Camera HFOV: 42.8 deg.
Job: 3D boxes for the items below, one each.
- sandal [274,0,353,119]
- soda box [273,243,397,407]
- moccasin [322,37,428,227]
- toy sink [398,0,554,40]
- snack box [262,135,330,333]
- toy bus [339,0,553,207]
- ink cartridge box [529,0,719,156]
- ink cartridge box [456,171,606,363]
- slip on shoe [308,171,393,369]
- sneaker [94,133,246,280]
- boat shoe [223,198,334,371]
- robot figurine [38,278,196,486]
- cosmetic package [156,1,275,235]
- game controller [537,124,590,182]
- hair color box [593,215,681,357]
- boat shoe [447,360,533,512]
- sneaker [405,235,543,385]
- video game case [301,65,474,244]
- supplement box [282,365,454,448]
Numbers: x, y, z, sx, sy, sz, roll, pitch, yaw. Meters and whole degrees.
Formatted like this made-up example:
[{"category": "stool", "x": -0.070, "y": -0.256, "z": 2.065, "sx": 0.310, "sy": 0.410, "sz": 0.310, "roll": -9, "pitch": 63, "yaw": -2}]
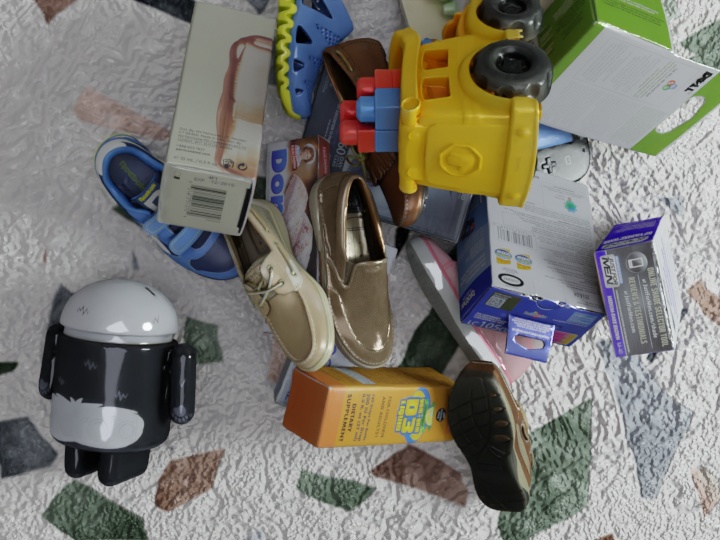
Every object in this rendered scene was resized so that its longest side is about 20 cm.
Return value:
[{"category": "sandal", "x": -0.047, "y": -0.259, "z": 0.965, "sx": 0.086, "sy": 0.079, "sz": 0.203, "roll": 6, "pitch": 94, "yaw": -7}, {"category": "soda box", "x": -0.028, "y": 0.057, "z": 0.995, "sx": 0.067, "sy": 0.063, "sz": 0.203, "roll": 21, "pitch": 90, "yaw": -8}, {"category": "moccasin", "x": 0.012, "y": -0.139, "z": 0.924, "sx": 0.077, "sy": 0.074, "sz": 0.204, "roll": -13, "pitch": 82, "yaw": -24}, {"category": "toy sink", "x": 0.141, "y": -0.325, "z": 0.953, "sx": 0.197, "sy": 0.112, "sz": 0.132, "roll": -10, "pitch": 71, "yaw": -8}, {"category": "snack box", "x": -0.067, "y": -0.036, "z": 0.965, "sx": 0.071, "sy": 0.024, "sz": 0.203, "roll": -5, "pitch": 81, "yaw": 34}, {"category": "toy bus", "x": 0.075, "y": -0.167, "z": 0.861, "sx": 0.189, "sy": 0.137, "sz": 0.202, "roll": 1, "pitch": 50, "yaw": 4}, {"category": "ink cartridge box", "x": 0.272, "y": -0.207, "z": 0.957, "sx": 0.197, "sy": 0.148, "sz": 0.077, "roll": 12, "pitch": 58, "yaw": -23}, {"category": "ink cartridge box", "x": 0.173, "y": -0.007, "z": 0.957, "sx": 0.135, "sy": 0.077, "sz": 0.202, "roll": 13, "pitch": 53, "yaw": -17}, {"category": "slip on shoe", "x": 0.000, "y": 0.000, "z": 0.924, "sx": 0.075, "sy": 0.060, "sz": 0.203, "roll": -10, "pitch": 91, "yaw": -34}, {"category": "sneaker", "x": -0.198, "y": -0.060, "z": 0.953, "sx": 0.199, "sy": 0.082, "sz": 0.074, "roll": 40, "pitch": 86, "yaw": -11}, {"category": "boat shoe", "x": -0.090, "y": 0.011, "z": 0.917, "sx": 0.072, "sy": 0.065, "sz": 0.202, "roll": -38, "pitch": 62, "yaw": 27}, {"category": "robot figurine", "x": -0.249, "y": 0.110, "z": 0.936, "sx": 0.148, "sy": 0.125, "sz": 0.203, "roll": 5, "pitch": 93, "yaw": -20}, {"category": "cosmetic package", "x": -0.139, "y": -0.149, "z": 0.900, "sx": 0.086, "sy": 0.104, "sz": 0.203, "roll": 9, "pitch": 60, "yaw": -11}, {"category": "game controller", "x": 0.197, "y": -0.192, "z": 1.026, "sx": 0.103, "sy": 0.042, "sz": 0.203, "roll": -13, "pitch": 96, "yaw": -8}, {"category": "hair color box", "x": 0.298, "y": 0.012, "z": 0.975, "sx": 0.064, "sy": 0.200, "sz": 0.111, "roll": -11, "pitch": 95, "yaw": 21}, {"category": "boat shoe", "x": 0.147, "y": 0.174, "z": 1.004, "sx": 0.075, "sy": 0.074, "sz": 0.202, "roll": 5, "pitch": 128, "yaw": 27}, {"category": "sneaker", "x": 0.136, "y": 0.027, "z": 1.015, "sx": 0.104, "sy": 0.075, "sz": 0.201, "roll": -36, "pitch": 101, "yaw": -7}, {"category": "video game case", "x": 0.031, "y": -0.125, "z": 0.976, "sx": 0.197, "sy": 0.019, "sz": 0.145, "roll": 17, "pitch": 91, "yaw": 16}, {"category": "supplement box", "x": 0.018, "y": 0.140, "z": 0.960, "sx": 0.198, "sy": 0.068, "sz": 0.068, "roll": 5, "pitch": 100, "yaw": -43}]
